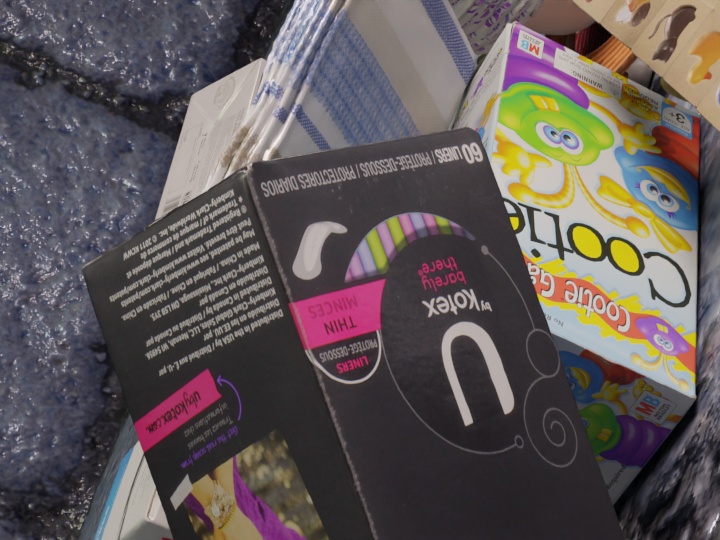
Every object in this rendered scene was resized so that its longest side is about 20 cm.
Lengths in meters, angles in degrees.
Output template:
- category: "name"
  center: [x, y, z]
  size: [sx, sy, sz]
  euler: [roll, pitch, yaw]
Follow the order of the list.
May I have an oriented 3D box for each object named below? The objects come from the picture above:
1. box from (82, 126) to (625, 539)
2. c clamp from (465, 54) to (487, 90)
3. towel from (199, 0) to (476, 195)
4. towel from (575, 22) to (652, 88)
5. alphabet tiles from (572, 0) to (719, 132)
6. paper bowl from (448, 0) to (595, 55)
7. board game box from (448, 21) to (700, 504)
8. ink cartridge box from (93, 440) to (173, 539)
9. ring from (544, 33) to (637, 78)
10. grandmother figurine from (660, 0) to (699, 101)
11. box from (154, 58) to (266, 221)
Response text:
- category: "box"
  center: [0.003, 0.064, 0.768]
  size: [0.106, 0.122, 0.201]
  euler: [-26, 82, 45]
- category: "c clamp"
  center: [0.057, -0.093, 1.239]
  size: [0.200, 0.027, 0.171]
  euler: [-53, -3, -29]
- category: "towel"
  center: [-0.013, -0.045, 0.906]
  size: [0.201, 0.024, 0.147]
  euler: [-66, -29, -16]
- category: "towel"
  center: [0.124, -0.095, 1.161]
  size: [0.144, 0.023, 0.201]
  euler: [-51, 17, 55]
- category: "alphabet tiles"
  center: [0.169, -0.140, 0.836]
  size: [0.167, 0.008, 0.200]
  euler: [-54, 29, 12]
- category: "paper bowl"
  center: [0.100, -0.203, 1.105]
  size: [0.201, 0.104, 0.201]
  euler: [-57, 14, 23]
- category: "board game box"
  center: [0.077, 0.003, 0.922]
  size: [0.105, 0.103, 0.200]
  euler: [-58, 11, 37]
- category: "ink cartridge box"
  center: [-0.065, 0.149, 1.237]
  size: [0.200, 0.145, 0.084]
  euler: [136, 155, -67]
- category: "ring"
  center: [0.150, -0.164, 1.108]
  size: [0.201, 0.019, 0.201]
  euler: [-57, 14, 23]
- category: "grandmother figurine"
  center: [0.183, -0.171, 0.907]
  size: [0.121, 0.060, 0.201]
  euler: [-22, 47, 65]
- category: "box"
  center: [0.000, 0.000, 1.029]
  size: [0.060, 0.200, 0.117]
  euler: [-21, 46, 48]
